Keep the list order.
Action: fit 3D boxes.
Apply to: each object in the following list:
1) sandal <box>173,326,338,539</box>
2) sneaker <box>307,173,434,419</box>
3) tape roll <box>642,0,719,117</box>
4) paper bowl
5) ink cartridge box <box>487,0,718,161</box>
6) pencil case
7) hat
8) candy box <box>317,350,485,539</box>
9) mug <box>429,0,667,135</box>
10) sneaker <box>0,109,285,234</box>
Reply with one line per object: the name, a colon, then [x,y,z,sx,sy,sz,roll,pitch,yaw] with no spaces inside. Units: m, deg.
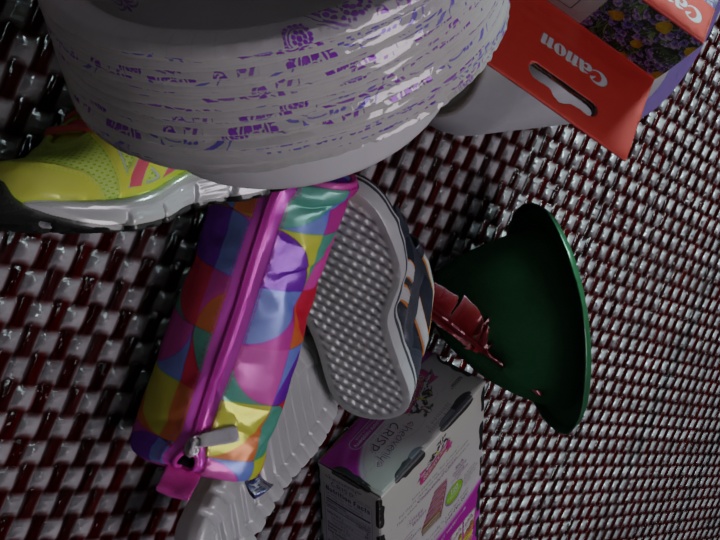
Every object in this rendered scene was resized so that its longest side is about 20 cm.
sandal: [-0.071,0.105,1.118,0.203,0.050,0.082,-56,141,-43]
sneaker: [0.000,0.000,1.116,0.200,0.078,0.079,82,19,-46]
tape roll: [0.192,-0.214,1.278,0.200,0.085,0.200,-43,148,-36]
paper bowl: [-0.034,-0.113,0.790,0.201,0.201,0.104,-45,139,-34]
ink cartridge box: [0.149,-0.172,1.023,0.050,0.109,0.200,-38,-156,54]
pencil case: [-0.066,0.026,1.007,0.088,0.088,0.200,-5,115,-61]
hat: [0.058,0.038,1.305,0.176,0.166,0.200,-10,116,-14]
candy box: [0.032,0.177,1.364,0.136,0.061,0.200,-44,149,-35]
mug: [0.081,-0.164,1.094,0.153,0.187,0.149,-22,166,-43]
sneaker: [-0.109,-0.069,0.869,0.200,0.078,0.090,-21,109,-50]
